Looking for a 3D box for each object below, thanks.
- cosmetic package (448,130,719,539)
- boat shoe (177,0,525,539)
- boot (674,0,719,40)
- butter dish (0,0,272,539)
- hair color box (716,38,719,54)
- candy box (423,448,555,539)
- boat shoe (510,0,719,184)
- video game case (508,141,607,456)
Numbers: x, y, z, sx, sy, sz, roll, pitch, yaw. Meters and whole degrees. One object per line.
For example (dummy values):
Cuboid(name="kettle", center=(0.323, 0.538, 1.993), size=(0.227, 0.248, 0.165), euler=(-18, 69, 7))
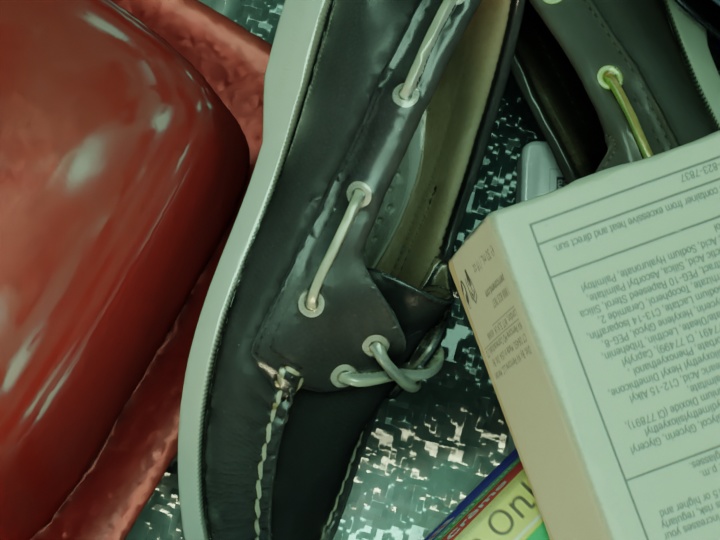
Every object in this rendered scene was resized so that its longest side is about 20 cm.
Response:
Cuboid(name="cosmetic package", center=(0.106, 0.068, 0.739), size=(0.103, 0.073, 0.201), euler=(-18, 84, -10))
Cuboid(name="boat shoe", center=(0.000, 0.000, 0.821), size=(0.060, 0.074, 0.201), euler=(14, 89, 25))
Cuboid(name="boot", center=(0.164, -0.059, 0.792), size=(0.097, 0.075, 0.200), euler=(-41, 75, 1))
Cuboid(name="butter dish", center=(-0.125, -0.025, 0.800), size=(0.199, 0.148, 0.200), euler=(30, 78, 3))
Cuboid(name="hair color box", center=(0.177, -0.012, 0.842), size=(0.109, 0.065, 0.201), euler=(-11, 77, -6))
Cuboid(name="candy box", center=(0.082, 0.153, 0.799), size=(0.169, 0.077, 0.200), euler=(-45, 88, -8))
Cuboid(name="boat shoe", center=(0.083, -0.025, 0.836), size=(0.060, 0.072, 0.202), euler=(-16, 70, -8))
Cuboid(name="video game case", center=(0.145, 0.037, 0.870), size=(0.199, 0.018, 0.144), euler=(3, 77, -3))
